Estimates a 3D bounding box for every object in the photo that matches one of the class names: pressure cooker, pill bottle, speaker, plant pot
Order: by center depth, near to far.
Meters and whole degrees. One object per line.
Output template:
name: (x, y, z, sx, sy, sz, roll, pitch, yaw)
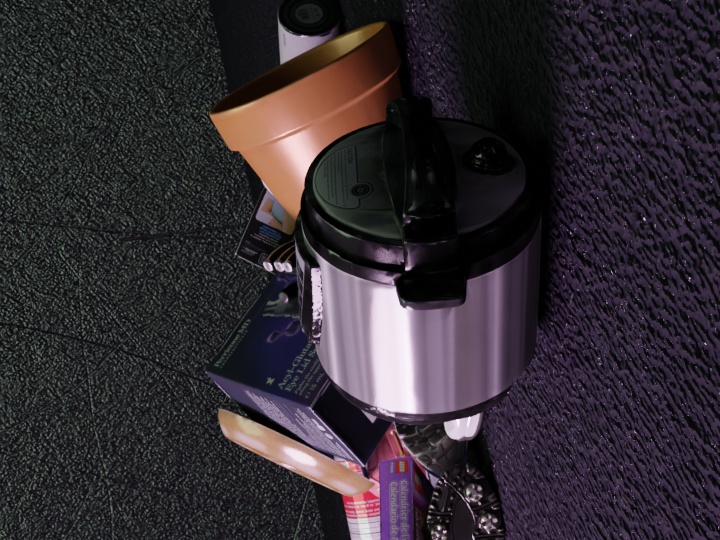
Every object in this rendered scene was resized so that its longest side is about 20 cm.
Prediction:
pressure cooker: (0.044, -0.018, 0.775, 0.175, 0.178, 0.203, 29, 139, 35)
plant pot: (-0.033, -0.139, 1.085, 0.142, 0.198, 0.200, 63, 175, -18)
plant pot: (-0.077, 0.211, 1.235, 0.028, 0.197, 0.200, -63, 2, -12)
pill bottle: (0.036, 0.303, 1.389, 0.112, 0.110, 0.204, 154, 104, -80)
speaker: (-0.064, -0.254, 1.403, 0.201, 0.080, 0.082, 91, 164, -55)

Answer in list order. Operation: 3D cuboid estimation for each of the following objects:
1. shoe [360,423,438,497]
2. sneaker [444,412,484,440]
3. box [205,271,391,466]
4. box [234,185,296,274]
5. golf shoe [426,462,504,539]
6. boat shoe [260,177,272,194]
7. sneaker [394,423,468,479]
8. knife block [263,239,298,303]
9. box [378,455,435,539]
shoe: (0.052, 0.267, 1.307, 0.071, 0.089, 0.204, -174, 73, -80)
sneaker: (0.049, 0.073, 1.015, 0.076, 0.113, 0.204, -127, 27, -68)
box: (-0.045, 0.098, 1.155, 0.198, 0.149, 0.105, 8, 147, 49)
box: (-0.074, -0.095, 1.323, 0.117, 0.059, 0.203, 13, -79, -81)
golf shoe: (0.103, 0.281, 1.082, 0.088, 0.076, 0.204, -111, 12, -77)
boat shoe: (-0.051, -0.081, 1.223, 0.067, 0.198, 0.073, -17, 69, 36)
sneaker: (0.072, 0.155, 1.156, 0.090, 0.078, 0.201, 64, 180, -33)
knife block: (-0.023, -0.024, 1.145, 0.200, 0.172, 0.065, -130, 30, -71)
box: (0.068, 0.297, 1.119, 0.201, 0.038, 0.139, 58, -154, -51)
